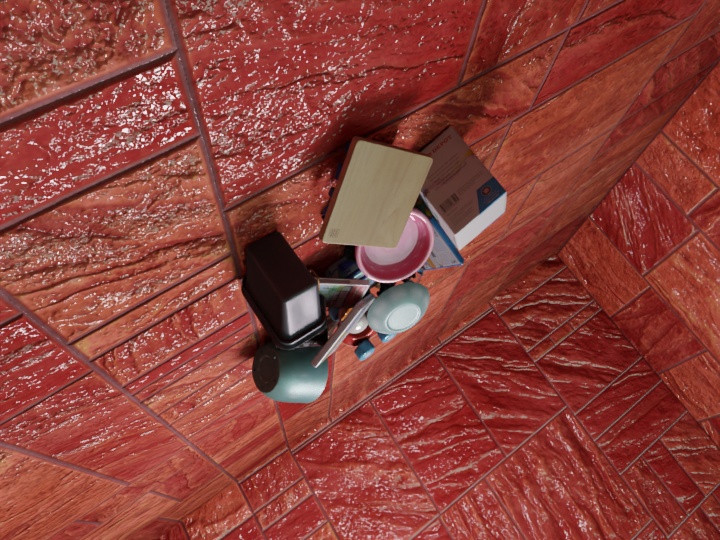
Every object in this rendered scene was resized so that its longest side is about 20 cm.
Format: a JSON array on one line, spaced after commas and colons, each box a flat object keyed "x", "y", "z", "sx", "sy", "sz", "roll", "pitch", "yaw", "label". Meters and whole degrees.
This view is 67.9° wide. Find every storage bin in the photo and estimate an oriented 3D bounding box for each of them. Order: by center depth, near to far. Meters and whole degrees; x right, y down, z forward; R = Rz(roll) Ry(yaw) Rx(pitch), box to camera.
[{"x": -0.149, "y": 0.026, "z": 1.076, "sx": 0.143, "sy": 0.201, "sz": 0.136, "roll": -27, "pitch": 150, "yaw": -24, "label": "storage bin"}]

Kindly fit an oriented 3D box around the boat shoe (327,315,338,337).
[{"x": -0.129, "y": 0.217, "z": 1.714, "sx": 0.198, "sy": 0.071, "sz": 0.071, "roll": -39, "pitch": 160, "yaw": -2, "label": "boat shoe"}]

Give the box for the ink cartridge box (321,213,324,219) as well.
[{"x": -0.001, "y": -0.137, "z": 1.201, "sx": 0.095, "sy": 0.037, "sz": 0.198, "roll": -47, "pitch": 161, "yaw": 22, "label": "ink cartridge box"}]

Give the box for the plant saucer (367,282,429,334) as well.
[{"x": 0.115, "y": 0.121, "z": 1.508, "sx": 0.194, "sy": 0.039, "sz": 0.205, "roll": -15, "pitch": 136, "yaw": -14, "label": "plant saucer"}]

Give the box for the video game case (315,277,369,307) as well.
[{"x": -0.086, "y": 0.058, "z": 1.347, "sx": 0.193, "sy": 0.018, "sz": 0.144, "roll": 3, "pitch": 152, "yaw": -15, "label": "video game case"}]

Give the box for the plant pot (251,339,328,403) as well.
[{"x": -0.213, "y": 0.280, "z": 1.526, "sx": 0.158, "sy": 0.204, "sz": 0.201, "roll": 8, "pitch": 133, "yaw": -50, "label": "plant pot"}]

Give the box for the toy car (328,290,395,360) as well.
[{"x": 0.000, "y": 0.132, "z": 1.579, "sx": 0.174, "sy": 0.186, "sz": 0.201, "roll": -34, "pitch": 159, "yaw": -7, "label": "toy car"}]

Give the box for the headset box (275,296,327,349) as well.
[{"x": -0.157, "y": 0.135, "z": 1.380, "sx": 0.143, "sy": 0.080, "sz": 0.201, "roll": -5, "pitch": 155, "yaw": -3, "label": "headset box"}]

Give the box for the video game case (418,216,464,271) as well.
[{"x": 0.155, "y": -0.061, "z": 1.355, "sx": 0.018, "sy": 0.144, "sz": 0.198, "roll": -50, "pitch": -158, "yaw": -27, "label": "video game case"}]

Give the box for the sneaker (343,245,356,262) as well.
[{"x": 0.047, "y": -0.088, "z": 1.338, "sx": 0.198, "sy": 0.072, "sz": 0.083, "roll": -40, "pitch": 163, "yaw": 7, "label": "sneaker"}]

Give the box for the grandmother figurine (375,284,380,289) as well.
[{"x": 0.092, "y": -0.031, "z": 1.579, "sx": 0.202, "sy": 0.060, "sz": 0.122, "roll": -59, "pitch": 180, "yaw": 40, "label": "grandmother figurine"}]

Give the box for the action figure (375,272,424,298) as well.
[{"x": 0.118, "y": 0.043, "z": 1.541, "sx": 0.199, "sy": 0.102, "sz": 0.120, "roll": -42, "pitch": 169, "yaw": -26, "label": "action figure"}]

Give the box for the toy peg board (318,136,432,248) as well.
[{"x": 0.012, "y": -0.162, "z": 1.050, "sx": 0.194, "sy": 0.098, "sz": 0.205, "roll": 2, "pitch": 121, "yaw": -39, "label": "toy peg board"}]

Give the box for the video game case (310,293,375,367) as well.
[{"x": -0.041, "y": 0.153, "z": 1.410, "sx": 0.202, "sy": 0.022, "sz": 0.182, "roll": -52, "pitch": 174, "yaw": 13, "label": "video game case"}]

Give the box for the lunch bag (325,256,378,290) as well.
[{"x": 0.000, "y": 0.000, "z": 1.443, "sx": 0.197, "sy": 0.083, "sz": 0.162, "roll": -34, "pitch": 158, "yaw": -13, "label": "lunch bag"}]

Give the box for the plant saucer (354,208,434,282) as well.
[{"x": 0.077, "y": -0.067, "z": 1.262, "sx": 0.193, "sy": 0.051, "sz": 0.206, "roll": -11, "pitch": 129, "yaw": -13, "label": "plant saucer"}]

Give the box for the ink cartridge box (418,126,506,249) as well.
[{"x": 0.217, "y": -0.185, "z": 1.226, "sx": 0.145, "sy": 0.202, "sz": 0.146, "roll": -37, "pitch": 163, "yaw": 5, "label": "ink cartridge box"}]

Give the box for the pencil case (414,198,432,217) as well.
[{"x": 0.139, "y": -0.107, "z": 1.413, "sx": 0.087, "sy": 0.090, "sz": 0.201, "roll": -27, "pitch": 165, "yaw": -25, "label": "pencil case"}]
